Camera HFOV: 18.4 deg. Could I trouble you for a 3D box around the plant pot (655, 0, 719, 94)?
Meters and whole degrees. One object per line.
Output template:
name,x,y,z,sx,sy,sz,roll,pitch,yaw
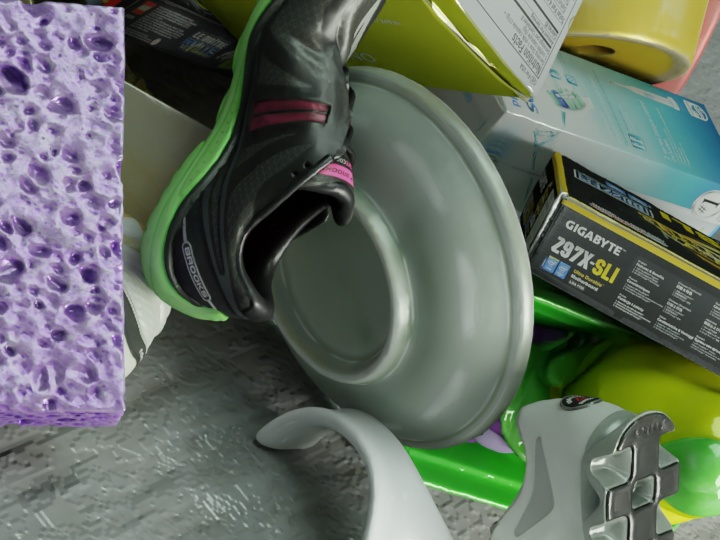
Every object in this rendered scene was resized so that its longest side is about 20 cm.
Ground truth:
plant pot,0.144,-0.215,1.541,0.177,0.200,0.200,22,36,-11

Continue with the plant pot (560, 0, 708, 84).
plant pot,0.144,-0.217,1.354,0.201,0.201,0.189,11,78,-39

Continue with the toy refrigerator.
toy refrigerator,-0.151,-0.070,1.115,0.200,0.070,0.076,30,-6,-13

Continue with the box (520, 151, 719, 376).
box,0.180,0.013,1.179,0.200,0.049,0.160,29,9,-1

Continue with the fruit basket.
fruit basket,0.131,0.086,1.185,0.216,0.156,0.216,28,27,-16

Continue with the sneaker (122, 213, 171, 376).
sneaker,-0.181,-0.015,1.050,0.200,0.076,0.088,29,42,-11

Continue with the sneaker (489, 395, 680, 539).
sneaker,0.105,0.157,1.099,0.088,0.200,0.074,13,13,42

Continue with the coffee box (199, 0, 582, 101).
coffee box,0.007,-0.230,1.176,0.200,0.200,0.198,45,64,-46

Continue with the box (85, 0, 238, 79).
box,-0.115,-0.176,1.267,0.110,0.035,0.200,63,15,14

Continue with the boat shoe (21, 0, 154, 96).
boat shoe,-0.154,-0.112,1.191,0.073,0.063,0.201,-12,69,-52

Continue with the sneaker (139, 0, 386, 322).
sneaker,-0.028,-0.064,1.059,0.084,0.200,0.077,25,1,23

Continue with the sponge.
sponge,-0.164,-0.028,1.015,0.112,0.030,0.200,3,71,-17

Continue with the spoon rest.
spoon rest,0.015,0.144,1.084,0.099,0.061,0.200,3,48,-45

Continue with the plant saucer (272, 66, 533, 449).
plant saucer,0.000,0.000,1.114,0.050,0.200,0.200,-20,66,-37

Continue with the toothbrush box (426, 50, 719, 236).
toothbrush box,0.107,-0.049,1.330,0.200,0.146,0.085,17,38,-35
